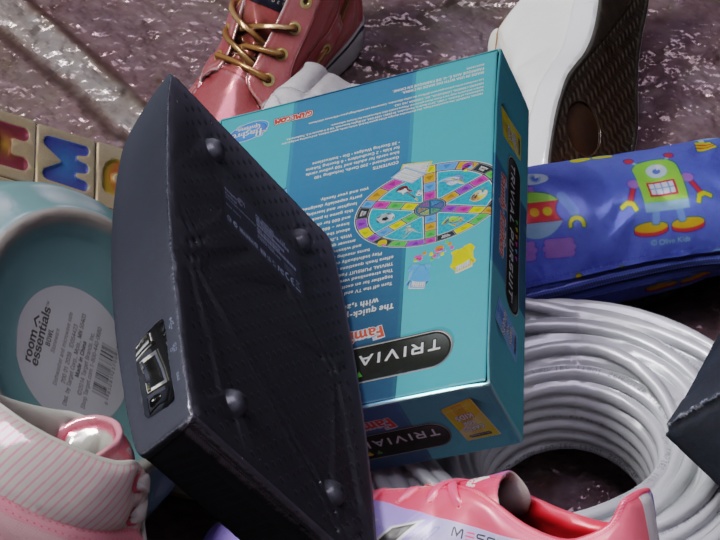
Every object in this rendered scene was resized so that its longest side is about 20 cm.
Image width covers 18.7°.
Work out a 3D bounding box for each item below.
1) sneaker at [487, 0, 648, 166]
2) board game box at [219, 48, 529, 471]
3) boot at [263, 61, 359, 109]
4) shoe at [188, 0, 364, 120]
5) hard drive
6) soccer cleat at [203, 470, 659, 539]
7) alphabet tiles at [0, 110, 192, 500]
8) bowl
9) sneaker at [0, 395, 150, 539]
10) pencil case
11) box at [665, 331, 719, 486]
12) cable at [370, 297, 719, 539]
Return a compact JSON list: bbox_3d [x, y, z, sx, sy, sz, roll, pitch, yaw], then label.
[{"bbox_3d":[0.109,-0.098,1.231,0.084,0.073,0.201,-17,41,37],"label":"sneaker"},{"bbox_3d":[0.000,0.000,1.008,0.150,0.047,0.201,-12,47,20],"label":"board game box"},{"bbox_3d":[-0.027,-0.034,1.135,0.095,0.074,0.201,25,38,2],"label":"boot"},{"bbox_3d":[-0.060,-0.123,1.226,0.071,0.092,0.200,20,47,21],"label":"shoe"},{"bbox_3d":[-0.049,0.026,0.884,0.042,0.135,0.201,-30,39,18],"label":"hard drive"},{"bbox_3d":[0.028,0.112,0.889,0.198,0.077,0.067,8,8,24],"label":"soccer cleat"},{"bbox_3d":[-0.125,0.016,1.015,0.199,0.006,0.168,16,62,-36],"label":"alphabet tiles"},{"bbox_3d":[-0.142,0.044,0.902,0.105,0.201,0.201,-22,27,40],"label":"bowl"},{"bbox_3d":[-0.094,0.120,0.817,0.105,0.200,0.075,-54,31,-9],"label":"sneaker"},{"bbox_3d":[0.124,-0.017,1.115,0.198,0.078,0.087,-10,47,-13],"label":"pencil case"},{"bbox_3d":[0.269,0.051,0.953,0.200,0.124,0.197,42,51,-7],"label":"box"},{"bbox_3d":[0.092,0.094,0.995,0.198,0.070,0.201,1,41,2],"label":"cable"}]
